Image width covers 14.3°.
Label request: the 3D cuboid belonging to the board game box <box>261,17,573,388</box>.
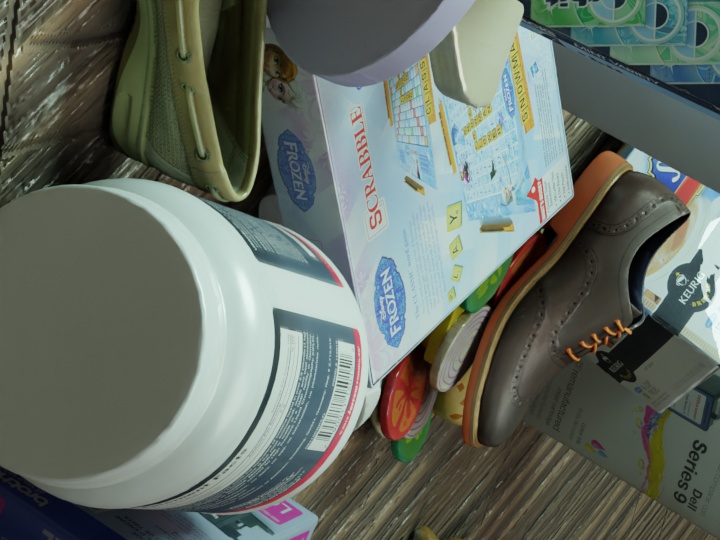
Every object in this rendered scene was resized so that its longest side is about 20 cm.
[{"bbox_3d":[0.029,-0.078,1.434,0.200,0.041,0.200,-41,132,-42],"label":"board game box"}]

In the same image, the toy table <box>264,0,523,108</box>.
[{"bbox_3d":[0.047,-0.170,1.271,0.117,0.184,0.200,16,106,-52],"label":"toy table"}]

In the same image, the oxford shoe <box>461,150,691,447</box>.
[{"bbox_3d":[0.128,0.029,1.745,0.200,0.073,0.071,-61,161,4],"label":"oxford shoe"}]

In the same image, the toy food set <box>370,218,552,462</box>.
[{"bbox_3d":[0.066,0.027,1.774,0.198,0.049,0.200,-31,146,-54],"label":"toy food set"}]

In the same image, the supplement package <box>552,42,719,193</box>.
[{"bbox_3d":[0.185,-0.138,1.594,0.111,0.200,0.156,-54,160,-16],"label":"supplement package"}]

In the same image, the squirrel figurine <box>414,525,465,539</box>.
[{"bbox_3d":[0.069,0.261,2.047,0.200,0.141,0.187,-55,156,-60],"label":"squirrel figurine"}]

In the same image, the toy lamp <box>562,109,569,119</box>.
[{"bbox_3d":[0.122,-0.106,1.709,0.200,0.058,0.058,-51,159,-24],"label":"toy lamp"}]

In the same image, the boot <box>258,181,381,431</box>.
[{"bbox_3d":[0.000,0.000,1.526,0.090,0.073,0.200,-47,155,-30],"label":"boot"}]

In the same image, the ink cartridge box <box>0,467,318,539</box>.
[{"bbox_3d":[-0.116,0.120,1.342,0.200,0.119,0.042,-20,138,-61],"label":"ink cartridge box"}]

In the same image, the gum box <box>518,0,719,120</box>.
[{"bbox_3d":[0.149,-0.192,1.347,0.200,0.170,0.045,-63,162,-1],"label":"gum box"}]

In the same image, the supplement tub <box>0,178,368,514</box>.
[{"bbox_3d":[-0.088,0.035,1.255,0.140,0.140,0.200,-61,161,4],"label":"supplement tub"}]

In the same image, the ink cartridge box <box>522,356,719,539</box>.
[{"bbox_3d":[0.230,0.083,2.034,0.088,0.200,0.145,-37,151,-47],"label":"ink cartridge box"}]

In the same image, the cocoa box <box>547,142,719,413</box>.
[{"bbox_3d":[0.218,-0.032,1.898,0.200,0.131,0.133,-53,179,-20],"label":"cocoa box"}]

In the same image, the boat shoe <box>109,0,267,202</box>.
[{"bbox_3d":[-0.060,-0.118,1.218,0.073,0.063,0.201,-39,153,-45],"label":"boat shoe"}]
